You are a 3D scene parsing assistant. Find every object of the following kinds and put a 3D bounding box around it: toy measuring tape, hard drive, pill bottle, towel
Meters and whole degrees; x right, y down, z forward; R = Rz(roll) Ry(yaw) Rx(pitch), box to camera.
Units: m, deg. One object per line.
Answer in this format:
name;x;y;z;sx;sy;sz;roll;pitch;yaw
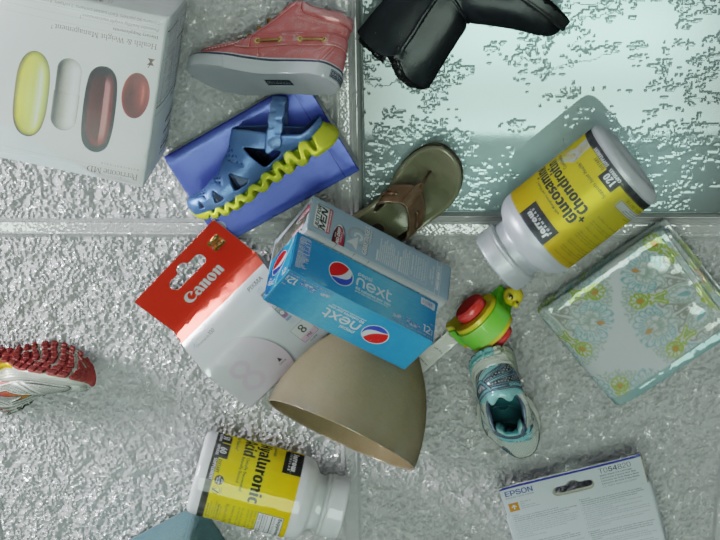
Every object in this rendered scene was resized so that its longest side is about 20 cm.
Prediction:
toy measuring tape;0.126;0.089;1.790;0.200;0.074;0.074;-40;105;17
hard drive;-0.119;-0.132;1.735;0.199;0.025;0.132;-28;109;13
pill bottle;0.239;-0.069;1.687;0.200;0.112;0.112;-39;106;17
towel;0.348;0.054;1.777;0.200;0.048;0.171;-37;103;16
pill bottle;-0.118;0.286;1.863;0.199;0.111;0.112;15;113;-4

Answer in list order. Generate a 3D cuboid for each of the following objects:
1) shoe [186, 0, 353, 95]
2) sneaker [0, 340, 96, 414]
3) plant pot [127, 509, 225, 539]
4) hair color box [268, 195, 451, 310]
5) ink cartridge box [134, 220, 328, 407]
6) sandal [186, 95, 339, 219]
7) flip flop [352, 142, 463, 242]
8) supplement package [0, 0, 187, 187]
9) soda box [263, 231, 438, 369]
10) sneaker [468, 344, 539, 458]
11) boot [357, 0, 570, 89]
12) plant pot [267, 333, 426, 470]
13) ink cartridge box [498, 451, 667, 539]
shoe;-0.103;-0.259;1.663;0.199;0.071;0.091;6;71;25
sneaker;-0.434;0.141;1.846;0.199;0.078;0.083;0;117;13
plant pot;-0.257;0.477;1.902;0.196;0.200;0.196;-28;109;14
hair color box;0.000;0.000;1.732;0.199;0.061;0.099;27;134;-18
ink cartridge box;-0.158;0.058;1.790;0.200;0.057;0.163;37;111;-26
sandal;-0.126;-0.136;1.683;0.200;0.080;0.087;-35;103;7
flip flop;0.045;-0.072;1.732;0.200;0.058;0.081;-39;101;20
supplement package;-0.313;-0.227;1.640;0.190;0.147;0.201;11;112;-2
soda box;-0.010;0.037;1.681;0.199;0.064;0.068;28;134;-18
sneaker;0.182;0.187;1.796;0.077;0.087;0.200;-19;135;8
boot;0.115;-0.276;1.633;0.200;0.076;0.169;32;107;-3
plant pot;0.002;0.144;1.772;0.200;0.200;0.135;26;78;-8
ink cartridge box;0.300;0.340;1.900;0.199;0.041;0.201;-14;111;9
